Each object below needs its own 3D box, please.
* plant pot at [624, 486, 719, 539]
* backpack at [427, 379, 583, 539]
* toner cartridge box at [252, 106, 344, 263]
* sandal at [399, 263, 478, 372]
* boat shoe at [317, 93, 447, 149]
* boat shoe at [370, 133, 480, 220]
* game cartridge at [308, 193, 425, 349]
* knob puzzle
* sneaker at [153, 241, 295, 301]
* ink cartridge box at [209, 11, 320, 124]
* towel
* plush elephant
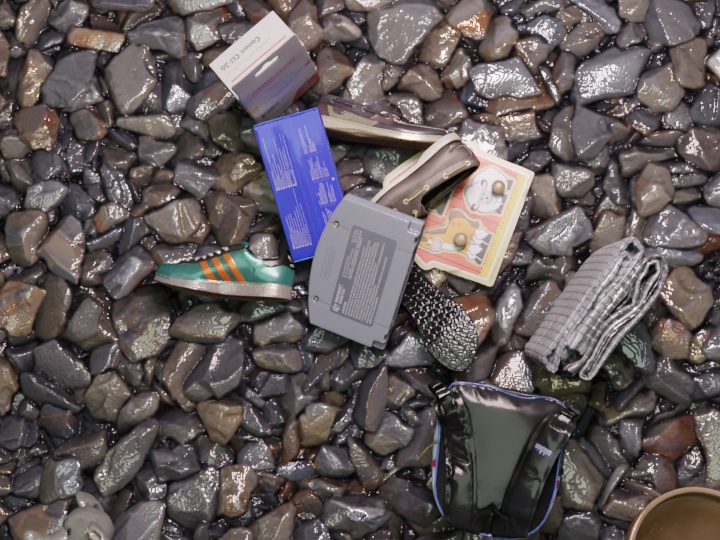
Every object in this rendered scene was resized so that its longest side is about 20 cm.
[{"bbox_3d":[0.430,0.388,1.216,0.200,0.093,0.201,1,69,-3],"label":"plant pot"},{"bbox_3d":[0.176,0.252,1.237,0.199,0.154,0.191,10,77,12],"label":"backpack"},{"bbox_3d":[-0.077,-0.120,1.320,0.095,0.043,0.201,-14,102,5],"label":"toner cartridge box"},{"bbox_3d":[0.098,0.058,1.322,0.075,0.045,0.200,-36,68,-4],"label":"sandal"},{"bbox_3d":[0.028,-0.213,1.335,0.199,0.072,0.065,10,87,15],"label":"boat shoe"},{"bbox_3d":[0.076,-0.101,1.295,0.200,0.072,0.060,-42,68,5],"label":"boat shoe"},{"bbox_3d":[0.000,0.000,1.291,0.133,0.040,0.200,20,115,7],"label":"game cartridge"},{"bbox_3d":[0.125,-0.094,1.335,0.219,0.030,0.220,-1,85,6],"label":"knob puzzle"},{"bbox_3d":[-0.192,-0.003,1.341,0.199,0.071,0.080,5,80,1],"label":"sneaker"},{"bbox_3d":[-0.132,-0.278,1.292,0.116,0.200,0.068,-41,82,0],"label":"ink cartridge box"},{"bbox_3d":[0.311,0.059,1.236,0.085,0.166,0.200,35,89,2],"label":"towel"},{"bbox_3d":[-0.389,0.394,1.276,0.200,0.165,0.155,-13,97,-24],"label":"plush elephant"}]
